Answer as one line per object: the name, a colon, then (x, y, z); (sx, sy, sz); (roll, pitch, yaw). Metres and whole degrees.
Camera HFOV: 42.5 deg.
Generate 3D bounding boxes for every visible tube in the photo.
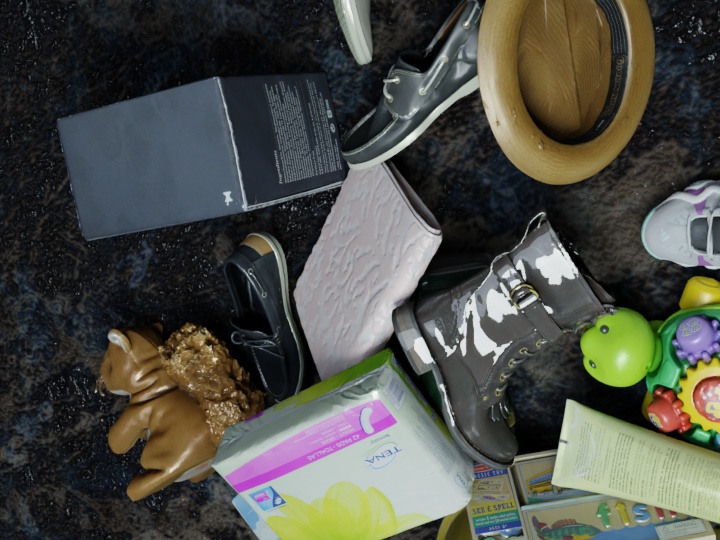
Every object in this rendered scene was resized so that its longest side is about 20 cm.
tube: (0.259, 0.169, 0.772); (0.198, 0.058, 0.052); (11, 143, 31)

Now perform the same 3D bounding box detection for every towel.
towel: (0.000, 0.000, 0.895); (0.202, 0.032, 0.192); (-64, 28, 24)

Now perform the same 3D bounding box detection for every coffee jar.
coffee jar: (0.092, 0.089, 0.894); (0.103, 0.085, 0.203); (-8, 101, -11)

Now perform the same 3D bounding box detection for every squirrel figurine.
squirrel figurine: (-0.210, 0.133, 1.060); (0.199, 0.141, 0.188); (-37, 74, 25)

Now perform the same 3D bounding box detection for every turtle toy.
turtle toy: (0.287, 0.086, 0.792); (0.198, 0.101, 0.148); (21, 112, 21)

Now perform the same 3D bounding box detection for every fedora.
fedora: (0.158, -0.177, 0.782); (0.082, 0.198, 0.204); (19, 116, 60)

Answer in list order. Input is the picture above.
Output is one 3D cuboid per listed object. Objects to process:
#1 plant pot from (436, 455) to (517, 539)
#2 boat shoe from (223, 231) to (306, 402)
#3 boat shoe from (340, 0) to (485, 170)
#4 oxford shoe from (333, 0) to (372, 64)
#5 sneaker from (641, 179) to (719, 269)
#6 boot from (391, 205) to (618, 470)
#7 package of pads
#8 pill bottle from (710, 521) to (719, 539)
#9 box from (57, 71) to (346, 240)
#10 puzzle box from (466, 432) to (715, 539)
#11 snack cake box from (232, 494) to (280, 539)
plant pot: (0.147, 0.306, 0.872); (0.198, 0.188, 0.204); (8, 107, 26)
boat shoe: (-0.107, 0.059, 0.998); (0.074, 0.062, 0.203); (14, 123, 38)
boat shoe: (0.049, -0.172, 0.857); (0.199, 0.072, 0.067); (-38, 122, 25)
oxford shoe: (-0.007, -0.298, 0.871); (0.057, 0.075, 0.203); (-13, 101, -7)
sneaker: (0.313, -0.031, 0.725); (0.197, 0.140, 0.079); (-8, 100, 28)
boot: (0.138, 0.065, 0.785); (0.173, 0.069, 0.201); (-28, 111, 17)
package of pads: (-0.013, 0.179, 0.845); (0.198, 0.069, 0.155); (-28, 113, 25)
pill bottle: (0.297, 0.307, 0.786); (0.110, 0.199, 0.113); (7, 106, 26)
box: (-0.150, -0.115, 0.913); (0.197, 0.196, 0.126); (-8, 100, 28)
puzzle box: (0.193, 0.208, 0.815); (0.197, 0.134, 0.026); (-11, 119, 2)
snack cake box: (-0.030, 0.200, 0.978); (0.200, 0.115, 0.067); (-42, 83, 29)
